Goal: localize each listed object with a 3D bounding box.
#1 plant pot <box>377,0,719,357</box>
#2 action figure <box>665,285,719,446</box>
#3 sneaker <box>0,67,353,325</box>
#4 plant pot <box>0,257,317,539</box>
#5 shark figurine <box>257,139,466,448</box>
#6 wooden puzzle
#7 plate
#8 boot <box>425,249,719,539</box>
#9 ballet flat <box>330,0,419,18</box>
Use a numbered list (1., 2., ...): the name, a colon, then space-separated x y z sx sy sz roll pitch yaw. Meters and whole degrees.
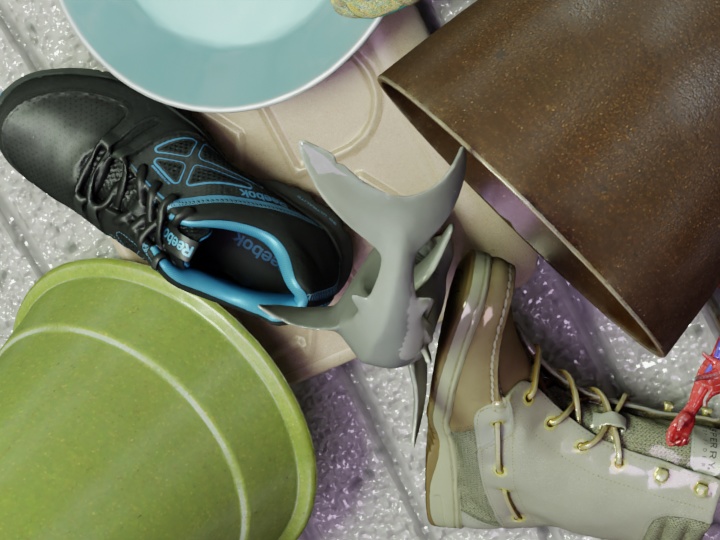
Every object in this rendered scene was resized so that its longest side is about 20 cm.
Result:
1. plant pot: 0.143 -0.095 0.997 0.187 0.187 0.200 44 90 -4
2. action figure: 0.194 0.088 1.040 0.065 0.099 0.200 1 114 58
3. sneaker: -0.097 -0.039 1.069 0.200 0.082 0.073 26 109 1
4. plant pot: -0.156 0.127 1.101 0.200 0.190 0.200 19 130 24
5. shark figurine: -0.003 0.011 0.979 0.089 0.214 0.128 9 85 5
6. wooden puzzle: -0.031 -0.043 1.124 0.200 0.046 0.185 -25 102 16
7. plate: -0.064 -0.178 1.070 0.200 0.026 0.200 0 89 19
8. boot: 0.113 0.073 1.087 0.155 0.072 0.200 10 139 9
9. ballet flat: -0.026 -0.210 1.013 0.071 0.071 0.200 -26 82 21
